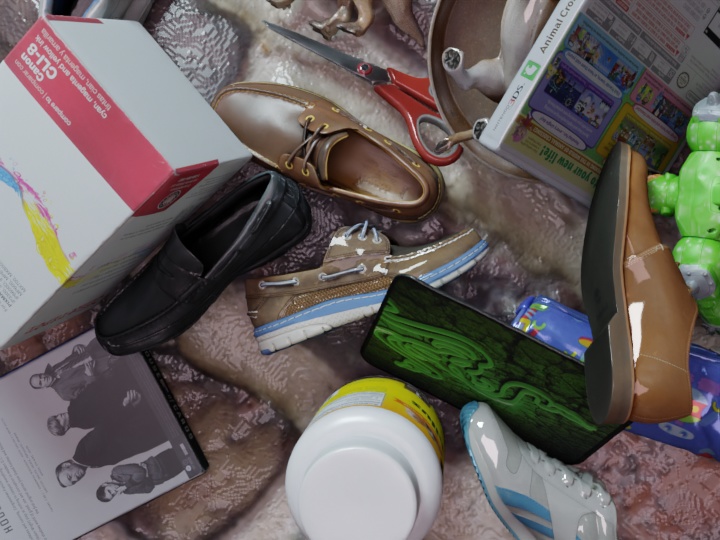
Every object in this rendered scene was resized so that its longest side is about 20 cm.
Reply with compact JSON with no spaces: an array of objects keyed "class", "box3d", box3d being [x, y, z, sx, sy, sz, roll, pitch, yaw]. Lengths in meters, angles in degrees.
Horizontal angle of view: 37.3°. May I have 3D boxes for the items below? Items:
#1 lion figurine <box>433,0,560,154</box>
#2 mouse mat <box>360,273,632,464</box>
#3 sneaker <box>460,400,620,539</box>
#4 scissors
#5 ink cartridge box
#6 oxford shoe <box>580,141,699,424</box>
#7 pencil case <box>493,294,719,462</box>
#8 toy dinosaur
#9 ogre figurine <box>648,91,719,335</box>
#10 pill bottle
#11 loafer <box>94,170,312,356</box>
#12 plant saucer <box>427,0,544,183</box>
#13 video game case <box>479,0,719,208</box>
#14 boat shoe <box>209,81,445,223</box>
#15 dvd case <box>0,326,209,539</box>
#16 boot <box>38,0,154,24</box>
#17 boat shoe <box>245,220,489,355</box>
[{"class":"lion figurine","box3d":[0.121,-0.171,0.748,0.072,0.122,0.200,38,116,21]},{"class":"mouse mat","box3d":[0.100,0.080,0.799,0.200,0.161,0.008,28,61,4]},{"class":"sneaker","box3d":[0.148,0.177,0.833,0.081,0.077,0.200,-35,99,8]},{"class":"scissors","box3d":[0.017,-0.157,0.847,0.200,0.014,0.073,40,71,9]},{"class":"ink cartridge box","box3d":[-0.216,-0.067,0.795,0.200,0.145,0.145,-42,88,19]},{"class":"oxford shoe","box3d":[0.191,0.008,0.724,0.071,0.071,0.200,4,72,-4]},{"class":"pencil case","box3d":[0.202,0.078,0.798,0.200,0.078,0.087,18,115,16]},{"class":"toy dinosaur","box3d":[-0.016,-0.259,0.819,0.200,0.086,0.136,31,89,-3]},{"class":"ogre figurine","box3d":[0.267,-0.052,0.776,0.098,0.120,0.200,30,103,35]},{"class":"pill bottle","box3d":[0.007,0.144,0.778,0.109,0.200,0.109,0,94,5]},{"class":"loafer","box3d":[-0.131,-0.009,0.832,0.201,0.070,0.068,-36,52,4]},{"class":"plant saucer","box3d":[0.145,-0.167,0.808,0.200,0.034,0.200,-2,104,-9]},{"class":"video game case","box3d":[0.189,-0.135,0.754,0.022,0.200,0.182,38,102,41]},{"class":"boat shoe","box3d":[-0.028,-0.097,0.833,0.200,0.068,0.072,24,95,3]},{"class":"dvd case","box3d":[-0.248,0.145,0.890,0.200,0.025,0.150,-28,91,7]},{"class":"boot","box3d":[-0.180,-0.255,0.823,0.074,0.096,0.200,25,95,3]},{"class":"boat shoe","box3d":[0.000,0.000,0.835,0.200,0.072,0.072,-22,90,6]}]
